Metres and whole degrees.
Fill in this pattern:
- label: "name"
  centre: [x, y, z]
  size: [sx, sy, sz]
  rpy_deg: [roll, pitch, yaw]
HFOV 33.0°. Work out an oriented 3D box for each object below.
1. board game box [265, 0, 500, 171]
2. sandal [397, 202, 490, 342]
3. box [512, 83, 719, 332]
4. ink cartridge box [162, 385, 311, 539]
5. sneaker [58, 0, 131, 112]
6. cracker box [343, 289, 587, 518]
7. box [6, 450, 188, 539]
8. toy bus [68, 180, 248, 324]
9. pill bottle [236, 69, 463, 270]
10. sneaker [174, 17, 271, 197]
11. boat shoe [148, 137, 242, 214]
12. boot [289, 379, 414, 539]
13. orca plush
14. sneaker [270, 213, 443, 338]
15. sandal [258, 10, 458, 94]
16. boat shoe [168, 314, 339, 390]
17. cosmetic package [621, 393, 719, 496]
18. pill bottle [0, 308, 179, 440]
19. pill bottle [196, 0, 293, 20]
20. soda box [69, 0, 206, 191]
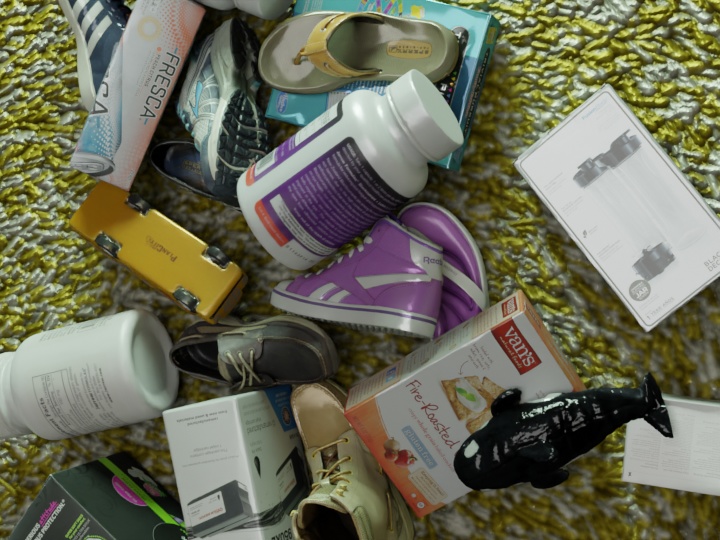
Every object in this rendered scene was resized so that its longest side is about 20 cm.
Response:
- label: "board game box"
  centre: [0.021, -0.197, 1.198]
  size: [0.199, 0.047, 0.152]
  rpy_deg: [18, 96, 17]
- label: "sandal"
  centre: [0.086, 0.029, 1.175]
  size: [0.082, 0.050, 0.204]
  rpy_deg: [-20, 86, 17]
- label: "box"
  centre: [0.247, -0.057, 1.117]
  size: [0.117, 0.060, 0.200]
  rpy_deg: [-41, 79, 14]
- label: "ink cartridge box"
  centre: [-0.109, 0.222, 1.193]
  size: [0.084, 0.145, 0.201]
  rpy_deg: [-13, 87, 17]
- label: "sneaker"
  centre: [-0.261, -0.265, 1.281]
  size: [0.084, 0.075, 0.201]
  rpy_deg: [-11, 96, 19]
- label: "cracker box"
  centre: [0.103, 0.127, 1.143]
  size: [0.199, 0.058, 0.134]
  rpy_deg: [-32, 105, 16]
- label: "box"
  centre: [-0.239, 0.303, 1.234]
  size: [0.200, 0.148, 0.125]
  rpy_deg: [40, 104, 13]
- label: "toy bus"
  centre: [-0.205, -0.016, 1.247]
  size: [0.199, 0.078, 0.065]
  rpy_deg: [32, 77, 19]
- label: "pill bottle"
  centre: [-0.008, -0.096, 1.128]
  size: [0.199, 0.111, 0.112]
  rpy_deg: [-33, 80, 21]
- label: "sneaker"
  centre: [-0.143, -0.154, 1.224]
  size: [0.086, 0.078, 0.201]
  rpy_deg: [-19, 55, 29]
- label: "boat shoe"
  centre: [-0.126, -0.090, 1.243]
  size: [0.199, 0.057, 0.069]
  rpy_deg: [17, 95, 18]
- label: "boot"
  centre: [-0.028, 0.197, 1.159]
  size: [0.073, 0.155, 0.201]
  rpy_deg: [-28, 82, 16]
- label: "orca plush"
  centre: [0.177, 0.160, 1.079]
  size: [0.199, 0.071, 0.106]
  rpy_deg: [-8, 111, 9]
- label: "sneaker"
  centre: [0.001, 0.000, 1.183]
  size: [0.199, 0.072, 0.115]
  rpy_deg: [5, 83, 38]
- label: "sandal"
  centre: [-0.007, -0.210, 1.154]
  size: [0.199, 0.054, 0.081]
  rpy_deg: [3, 91, 19]
- label: "boat shoe"
  centre: [-0.108, 0.090, 1.199]
  size: [0.199, 0.073, 0.075]
  rpy_deg: [0, 118, 40]
- label: "cosmetic package"
  centre: [0.340, 0.162, 1.092]
  size: [0.199, 0.051, 0.083]
  rpy_deg: [7, 90, 19]
- label: "pill bottle"
  centre: [-0.301, 0.115, 1.272]
  size: [0.199, 0.114, 0.115]
  rpy_deg: [-14, 86, 18]
- label: "pill bottle"
  centre: [-0.160, -0.331, 1.223]
  size: [0.199, 0.113, 0.114]
  rpy_deg: [25, 98, 16]
- label: "soda box"
  centre: [-0.225, -0.186, 1.227]
  size: [0.068, 0.064, 0.201]
  rpy_deg: [23, 96, -13]
